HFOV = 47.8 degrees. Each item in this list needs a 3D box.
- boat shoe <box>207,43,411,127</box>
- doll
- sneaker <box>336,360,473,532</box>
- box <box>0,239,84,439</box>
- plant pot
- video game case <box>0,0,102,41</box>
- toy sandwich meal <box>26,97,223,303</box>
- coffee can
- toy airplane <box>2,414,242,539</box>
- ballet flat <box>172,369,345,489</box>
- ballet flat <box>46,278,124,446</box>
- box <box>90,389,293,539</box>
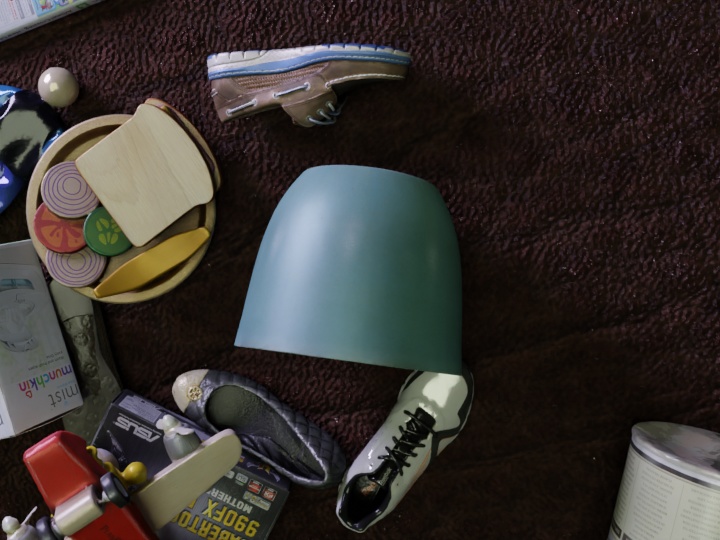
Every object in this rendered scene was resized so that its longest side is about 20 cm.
[{"bbox_3d":[-0.047,-0.173,0.768,0.198,0.072,0.073,1,101,19],"label":"boat shoe"},{"bbox_3d":[-0.363,-0.130,0.828,0.200,0.048,0.137,-43,89,11],"label":"doll"},{"bbox_3d":[0.044,0.171,0.781,0.073,0.080,0.201,33,99,6],"label":"sneaker"},{"bbox_3d":[-0.401,0.084,0.808,0.199,0.097,0.178,-16,93,27],"label":"box"},{"bbox_3d":[0.000,0.000,0.717,0.198,0.201,0.163,7,83,8],"label":"plant pot"},{"bbox_3d":[-0.338,-0.351,0.815,0.180,0.022,0.202,-17,92,11],"label":"video game case"},{"bbox_3d":[-0.228,-0.064,0.785,0.203,0.070,0.207,0,91,-6],"label":"toy sandwich meal"},{"bbox_3d":[0.290,0.254,0.715,0.145,0.146,0.202,12,98,8],"label":"coffee can"},{"bbox_3d":[-0.224,0.224,0.747,0.199,0.141,0.201,6,115,-35],"label":"toy airplane"},{"bbox_3d":[-0.101,0.152,0.806,0.199,0.057,0.067,25,86,12],"label":"ballet flat"},{"bbox_3d":[-0.287,0.097,0.847,0.067,0.046,0.202,-12,100,-12],"label":"ballet flat"},{"bbox_3d":[-0.190,0.237,0.827,0.199,0.048,0.159,28,99,-3],"label":"box"}]
